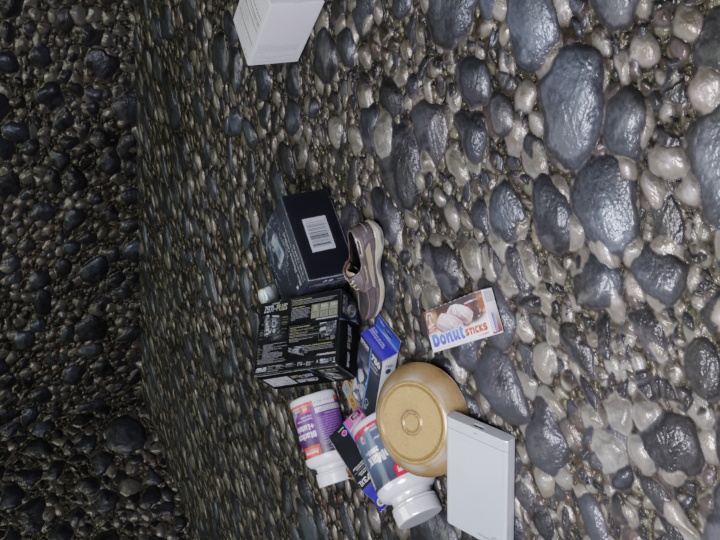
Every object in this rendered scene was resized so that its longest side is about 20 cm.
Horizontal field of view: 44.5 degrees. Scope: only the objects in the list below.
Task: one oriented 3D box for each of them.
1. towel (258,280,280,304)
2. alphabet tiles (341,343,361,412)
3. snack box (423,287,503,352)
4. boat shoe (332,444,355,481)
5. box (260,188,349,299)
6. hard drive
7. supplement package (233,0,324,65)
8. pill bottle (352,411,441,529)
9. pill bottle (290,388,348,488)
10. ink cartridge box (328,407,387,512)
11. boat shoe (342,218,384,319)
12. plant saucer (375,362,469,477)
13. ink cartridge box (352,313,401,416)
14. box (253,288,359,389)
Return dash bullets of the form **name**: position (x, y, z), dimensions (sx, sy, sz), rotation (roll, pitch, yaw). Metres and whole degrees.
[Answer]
- **towel**: position (-0.171, 0.107, 2.004), dimensions (0.200, 0.048, 0.174), rotation (-47, -67, -79)
- **alphabet tiles**: position (0.003, 0.255, 1.884), dimensions (0.201, 0.006, 0.168), rotation (60, 149, 34)
- **snack box**: position (0.166, 0.084, 1.447), dimensions (0.200, 0.024, 0.073), rotation (-30, 74, 64)
- **boat shoe**: position (0.003, 0.419, 1.867), dimensions (0.200, 0.073, 0.077), rotation (50, 143, 41)
- **box**: position (-0.116, -0.036, 1.891), dimensions (0.200, 0.116, 0.200), rotation (70, 155, 18)
- **hard drive**: position (0.197, 0.348, 1.454), dimensions (0.131, 0.026, 0.204), rotation (16, 116, 45)
- **supplement package**: position (-0.169, -0.529, 1.794), dimensions (0.200, 0.119, 0.122), rotation (-48, 57, 59)
- **pill bottle**: position (0.073, 0.369, 1.650), dimensions (0.202, 0.118, 0.120), rotation (65, 151, 27)
- **pill bottle**: position (-0.082, 0.381, 1.994), dimensions (0.111, 0.110, 0.203), rotation (-43, 61, 61)
- **ink cartridge box**: position (0.018, 0.384, 1.801), dimensions (0.037, 0.095, 0.200), rotation (38, -171, -50)
- **boat shoe**: position (0.000, 0.000, 1.707), dimensions (0.074, 0.072, 0.204), rotation (32, 128, 57)
- **plant saucer**: position (0.098, 0.264, 1.546), dimensions (0.198, 0.035, 0.204), rotation (1, 92, 38)
- **ink cartridge box**: position (0.030, 0.196, 1.758), dimensions (0.100, 0.039, 0.203), rotation (49, 139, 48)
- **box**: position (-0.109, 0.143, 1.801), dimensions (0.197, 0.086, 0.167), rotation (-11, 61, 25)
